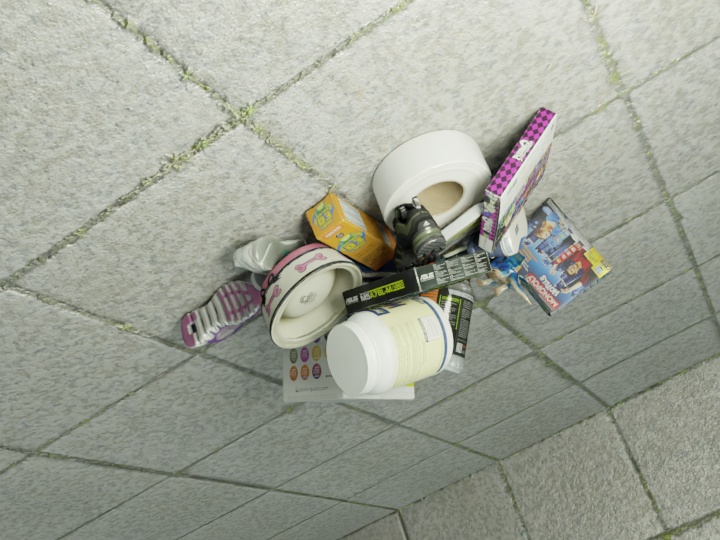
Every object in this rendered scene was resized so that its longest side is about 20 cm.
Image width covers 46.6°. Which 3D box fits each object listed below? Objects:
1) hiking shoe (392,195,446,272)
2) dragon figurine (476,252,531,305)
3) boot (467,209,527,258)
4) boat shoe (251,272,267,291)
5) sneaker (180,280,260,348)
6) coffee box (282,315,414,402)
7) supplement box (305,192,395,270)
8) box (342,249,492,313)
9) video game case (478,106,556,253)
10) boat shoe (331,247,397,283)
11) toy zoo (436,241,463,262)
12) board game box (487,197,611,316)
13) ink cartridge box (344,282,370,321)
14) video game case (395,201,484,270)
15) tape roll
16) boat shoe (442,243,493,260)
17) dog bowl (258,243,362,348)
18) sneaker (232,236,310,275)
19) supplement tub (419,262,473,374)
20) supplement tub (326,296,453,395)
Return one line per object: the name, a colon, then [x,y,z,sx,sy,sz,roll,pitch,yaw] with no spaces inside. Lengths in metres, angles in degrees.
hiking shoe: [0.092,-0.062,1.414,0.074,0.103,0.200,-16,171,-15]
dragon figurine: [0.282,0.003,1.570,0.098,0.199,0.060,-21,111,-22]
boot: [0.265,-0.078,1.616,0.089,0.074,0.200,-13,-166,24]
boat shoe: [-0.129,0.024,1.590,0.197,0.071,0.066,-2,163,-39]
sneaker: [-0.251,0.085,1.603,0.198,0.082,0.088,-30,157,27]
coffee box: [-0.025,0.163,1.692,0.197,0.203,0.198,8,167,-41]
supplement box: [-0.012,-0.067,1.504,0.066,0.070,0.199,-35,146,20]
box: [0.099,0.020,1.470,0.198,0.048,0.192,-13,173,-42]
video game case: [0.273,-0.155,1.460,0.201,0.035,0.182,-54,160,-21]
boat shoe: [0.000,0.000,1.621,0.197,0.073,0.072,9,142,-43]
toy zoo: [0.154,-0.025,1.735,0.129,0.021,0.201,-22,151,1]
board game box: [0.363,-0.007,1.673,0.198,0.201,0.062,-35,152,2]
ink cartridge box: [0.027,0.125,1.585,0.118,0.205,0.042,-1,175,-42]
video game case: [0.175,-0.069,1.556,0.199,0.023,0.181,-37,173,28]
tape roll: [0.123,-0.150,1.447,0.198,0.072,0.204,-16,151,-9]
boat shoe: [0.238,-0.024,1.687,0.074,0.068,0.198,-17,178,36]
dog bowl: [-0.094,0.039,1.476,0.198,0.074,0.202,-31,150,-20]
sneaker: [-0.149,-0.022,1.504,0.079,0.072,0.199,-7,168,33]
supplement tub: [0.157,0.094,1.645,0.120,0.204,0.123,11,170,2]
supplement tub: [0.052,0.135,1.483,0.197,0.147,0.145,-13,153,-37]
